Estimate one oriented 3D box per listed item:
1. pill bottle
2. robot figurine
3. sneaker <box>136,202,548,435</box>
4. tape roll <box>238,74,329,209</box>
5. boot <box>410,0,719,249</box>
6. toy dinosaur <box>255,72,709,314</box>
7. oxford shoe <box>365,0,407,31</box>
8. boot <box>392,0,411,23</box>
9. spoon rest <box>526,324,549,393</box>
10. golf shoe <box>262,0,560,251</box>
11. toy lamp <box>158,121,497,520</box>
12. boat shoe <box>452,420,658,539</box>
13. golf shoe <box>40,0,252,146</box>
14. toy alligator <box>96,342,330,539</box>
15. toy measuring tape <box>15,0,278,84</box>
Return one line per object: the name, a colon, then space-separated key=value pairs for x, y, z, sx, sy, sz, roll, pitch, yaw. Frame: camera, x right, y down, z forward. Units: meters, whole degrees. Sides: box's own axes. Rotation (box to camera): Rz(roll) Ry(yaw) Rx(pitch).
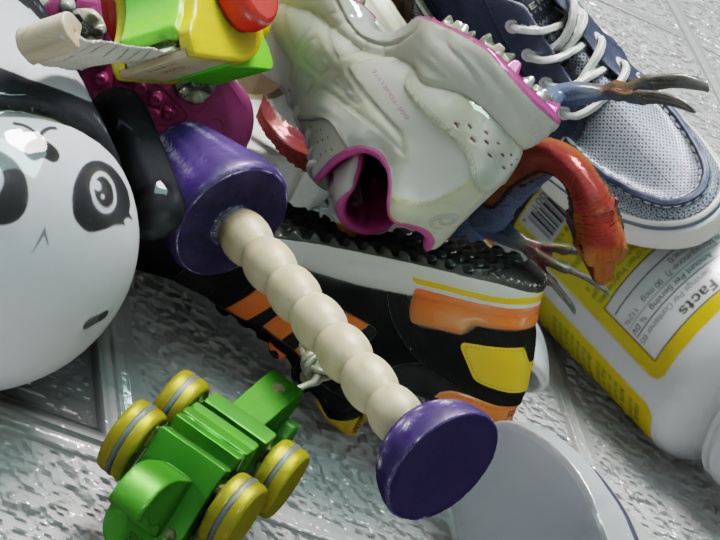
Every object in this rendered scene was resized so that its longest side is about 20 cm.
pill bottle: x=0.158 y=0.019 z=1.248 sx=0.114 sy=0.115 sz=0.200 roll=-1 pitch=41 yaw=-50
robot figurine: x=-0.160 y=-0.046 z=0.982 sx=0.201 sy=0.150 sz=0.125 roll=60 pitch=-1 yaw=42
sneaker: x=-0.021 y=0.023 z=1.092 sx=0.199 sy=0.091 sz=0.070 roll=11 pitch=12 yaw=17
tape roll: x=-0.090 y=-0.104 z=1.277 sx=0.202 sy=0.037 sz=0.203 roll=26 pitch=25 yaw=-13
boot: x=0.093 y=-0.093 z=1.206 sx=0.073 sy=0.091 sz=0.200 roll=-42 pitch=61 yaw=-18
toy dinosaur: x=0.053 y=-0.032 z=1.121 sx=0.198 sy=0.106 sz=0.181 roll=-1 pitch=0 yaw=-2
oxford shoe: x=-0.020 y=-0.133 z=1.296 sx=0.075 sy=0.058 sz=0.200 roll=52 pitch=2 yaw=-22
boot: x=0.048 y=-0.119 z=1.415 sx=0.200 sy=0.064 sz=0.187 roll=35 pitch=-15 yaw=45
spoon rest: x=0.000 y=0.000 z=1.160 sx=0.199 sy=0.061 sz=0.099 roll=35 pitch=-11 yaw=4
golf shoe: x=-0.003 y=-0.068 z=1.083 sx=0.075 sy=0.092 sz=0.200 roll=37 pitch=-7 yaw=-34
toy lamp: x=-0.023 y=0.011 z=0.997 sx=0.058 sy=0.058 sz=0.200 roll=4 pitch=33 yaw=-45
boat shoe: x=0.112 y=0.143 z=1.029 sx=0.070 sy=0.071 sz=0.200 roll=12 pitch=32 yaw=-54
golf shoe: x=-0.142 y=-0.098 z=1.129 sx=0.199 sy=0.076 sz=0.092 roll=19 pitch=13 yaw=-6
toy alligator: x=-0.054 y=0.073 z=0.977 sx=0.059 sy=0.054 sz=0.200 roll=34 pitch=23 yaw=10
toy measuring tape: x=-0.085 y=-0.112 z=1.009 sx=0.073 sy=0.074 sz=0.200 roll=40 pitch=15 yaw=16
